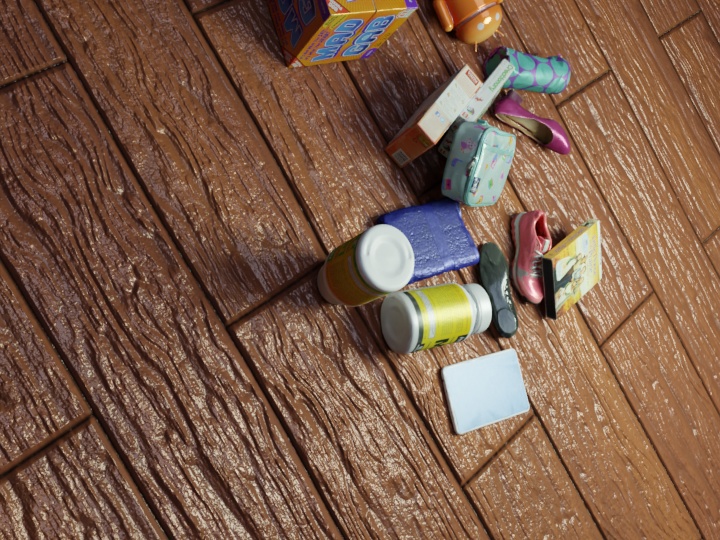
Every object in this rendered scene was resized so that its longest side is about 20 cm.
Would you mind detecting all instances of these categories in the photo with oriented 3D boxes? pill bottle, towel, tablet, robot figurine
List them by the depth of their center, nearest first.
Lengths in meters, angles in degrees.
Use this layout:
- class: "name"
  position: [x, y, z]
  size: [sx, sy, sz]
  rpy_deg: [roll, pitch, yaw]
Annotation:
- class: "pill bottle"
  position: [0.000, 0.000, 1.310]
  size: [0.108, 0.199, 0.114]
  rpy_deg: [7, 74, -27]
- class: "pill bottle"
  position: [0.145, 0.086, 1.423]
  size: [0.195, 0.114, 0.118]
  rpy_deg: [-9, 82, -30]
- class: "towel"
  position: [0.133, -0.058, 1.493]
  size: [0.196, 0.049, 0.151]
  rpy_deg: [-16, 79, -31]
- class: "tablet"
  position: [0.252, 0.239, 1.505]
  size: [0.196, 0.014, 0.134]
  rpy_deg: [-10, 83, -32]
- class: "robot figurine"
  position: [0.235, -0.585, 1.633]
  size: [0.203, 0.115, 0.143]
  rpy_deg: [61, 35, -3]

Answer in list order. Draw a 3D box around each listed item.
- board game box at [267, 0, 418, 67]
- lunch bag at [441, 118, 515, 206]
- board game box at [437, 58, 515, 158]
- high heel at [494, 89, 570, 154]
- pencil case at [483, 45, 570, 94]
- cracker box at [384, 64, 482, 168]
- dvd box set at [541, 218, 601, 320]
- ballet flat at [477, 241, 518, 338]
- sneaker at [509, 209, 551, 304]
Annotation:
- class: "board game box"
  position: [-0.046, -0.530, 1.411]
  size: [0.196, 0.199, 0.205]
  rpy_deg: [-16, 86, -31]
- class: "lunch bag"
  position: [0.239, -0.214, 1.496]
  size: [0.198, 0.076, 0.164]
  rpy_deg: [-8, 120, -60]
- class: "board game box"
  position: [0.242, -0.338, 1.571]
  size: [0.034, 0.127, 0.201]
  rpy_deg: [36, 62, 3]
- class: "high heel"
  position: [0.381, -0.311, 1.679]
  size: [0.199, 0.068, 0.097]
  rpy_deg: [39, 52, 1]
- class: "pencil case"
  position: [0.380, -0.455, 1.703]
  size: [0.195, 0.085, 0.095]
  rpy_deg: [1, 77, -30]
- class: "cracker box"
  position: [0.147, -0.308, 1.506]
  size: [0.058, 0.133, 0.201]
  rpy_deg: [43, 62, -11]
- class: "dvd box set"
  position: [0.462, -0.004, 1.630]
  size: [0.198, 0.029, 0.150]
  rpy_deg: [-32, 123, -36]
- class: "ballet flat"
  position: [0.281, 0.041, 1.558]
  size: [0.064, 0.057, 0.206]
  rpy_deg: [-9, 76, -2]
- class: "sneaker"
  position: [0.367, -0.033, 1.593]
  size: [0.072, 0.086, 0.206]
  rpy_deg: [3, 77, -27]
